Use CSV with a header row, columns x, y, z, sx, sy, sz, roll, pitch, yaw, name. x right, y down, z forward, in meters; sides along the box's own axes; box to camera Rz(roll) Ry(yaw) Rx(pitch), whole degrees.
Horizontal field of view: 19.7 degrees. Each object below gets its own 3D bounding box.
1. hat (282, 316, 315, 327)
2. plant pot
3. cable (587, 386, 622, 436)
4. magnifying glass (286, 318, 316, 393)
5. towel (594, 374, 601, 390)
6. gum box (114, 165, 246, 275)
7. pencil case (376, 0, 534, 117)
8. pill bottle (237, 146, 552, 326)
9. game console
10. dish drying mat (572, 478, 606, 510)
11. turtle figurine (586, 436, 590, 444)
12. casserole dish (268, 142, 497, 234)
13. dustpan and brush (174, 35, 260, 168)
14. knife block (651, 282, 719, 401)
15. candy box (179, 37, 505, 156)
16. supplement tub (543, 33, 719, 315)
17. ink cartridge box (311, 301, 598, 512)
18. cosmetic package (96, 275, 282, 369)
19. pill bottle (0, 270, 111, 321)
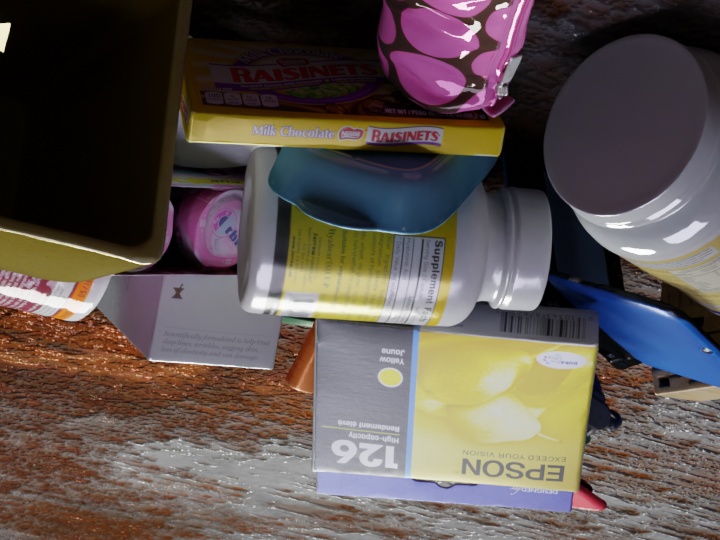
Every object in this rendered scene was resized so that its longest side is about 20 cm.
x,y,z,sx,sy,sz,roll,pitch,yaw,name
0.004,-0.059,1.558,0.199,0.177,0.165,5,-164,26,hat
-0.236,-0.094,1.292,0.194,0.196,0.200,12,162,-23,plant pot
0.089,0.081,1.548,0.199,0.051,0.163,29,158,-33,cable
0.000,0.000,1.461,0.079,0.022,0.201,16,115,-27,magnifying glass
0.098,0.074,1.794,0.199,0.050,0.147,12,-178,-28,towel
-0.123,-0.039,1.454,0.199,0.067,0.113,1,-168,-38,gum box
0.064,-0.164,1.200,0.090,0.094,0.200,-34,165,-13,pencil case
0.021,-0.020,1.375,0.198,0.112,0.111,4,158,-9,pill bottle
0.199,0.000,1.500,0.118,0.172,0.200,-17,152,23,game console
0.111,0.142,1.594,0.076,0.018,0.200,1,156,40,dish drying mat
0.135,0.045,1.645,0.100,0.150,0.201,-1,133,24,turtle figurine
0.019,-0.083,1.331,0.120,0.200,0.039,18,119,15,casserole dish
-0.138,-0.110,1.425,0.199,0.058,0.139,-24,135,36,dustpan and brush
0.295,0.080,1.678,0.064,0.201,0.176,-11,126,21,knife block
-0.017,-0.110,1.299,0.198,0.102,0.027,2,120,-15,candy box
0.226,-0.061,1.366,0.145,0.146,0.200,-14,153,36,supplement tub
0.063,0.107,1.473,0.196,0.047,0.201,4,127,3,ink cartridge box
-0.136,0.012,1.554,0.101,0.075,0.200,6,-167,-23,cosmetic package
-0.286,-0.038,1.522,0.199,0.115,0.114,14,155,-28,pill bottle
